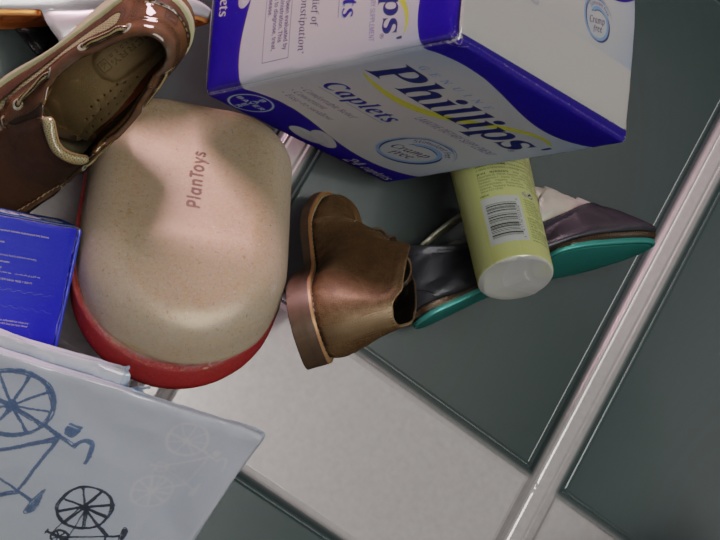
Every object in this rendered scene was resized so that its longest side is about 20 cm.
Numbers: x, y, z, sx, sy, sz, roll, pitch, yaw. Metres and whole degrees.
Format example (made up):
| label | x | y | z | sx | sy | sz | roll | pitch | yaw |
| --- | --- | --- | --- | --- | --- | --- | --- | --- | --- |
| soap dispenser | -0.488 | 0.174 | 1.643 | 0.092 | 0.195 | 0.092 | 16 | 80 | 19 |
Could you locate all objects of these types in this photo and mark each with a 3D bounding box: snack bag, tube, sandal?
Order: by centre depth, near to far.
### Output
| label | x | y | z | sx | sy | sz | roll | pitch | yaw |
| --- | --- | --- | --- | --- | --- | --- | --- | --- | --- |
| snack bag | -0.177 | 0.126 | 1.176 | 0.199 | 0.021 | 0.189 | 19 | 123 | -23 |
| sandal | -0.194 | -0.141 | 1.218 | 0.205 | 0.079 | 0.060 | -2 | 89 | -17 |
| tube | 0.086 | -0.075 | 1.325 | 0.058 | 0.052 | 0.201 | 46 | 28 | -52 |

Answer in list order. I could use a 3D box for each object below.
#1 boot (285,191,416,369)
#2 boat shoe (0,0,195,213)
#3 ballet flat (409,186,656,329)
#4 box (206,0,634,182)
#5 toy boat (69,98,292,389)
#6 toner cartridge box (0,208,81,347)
| label | x | y | z | sx | sy | sz | roll | pitch | yaw |
| --- | --- | --- | --- | --- | --- | --- | --- | --- | --- |
| boot | 0.000 | 0.000 | 1.237 | 0.075 | 0.200 | 0.074 | -16 | 112 | 7 |
| boat shoe | -0.181 | -0.089 | 1.163 | 0.075 | 0.075 | 0.202 | 37 | 112 | -21 |
| ballet flat | 0.110 | -0.021 | 1.357 | 0.199 | 0.073 | 0.073 | -18 | 95 | -18 |
| box | 0.039 | -0.141 | 1.220 | 0.184 | 0.199 | 0.106 | 23 | 66 | -47 |
| toy boat | -0.115 | -0.003 | 1.222 | 0.130 | 0.131 | 0.201 | 11 | 43 | -8 |
| toner cartridge box | -0.265 | 0.002 | 1.116 | 0.199 | 0.043 | 0.096 | 11 | 94 | -30 |
